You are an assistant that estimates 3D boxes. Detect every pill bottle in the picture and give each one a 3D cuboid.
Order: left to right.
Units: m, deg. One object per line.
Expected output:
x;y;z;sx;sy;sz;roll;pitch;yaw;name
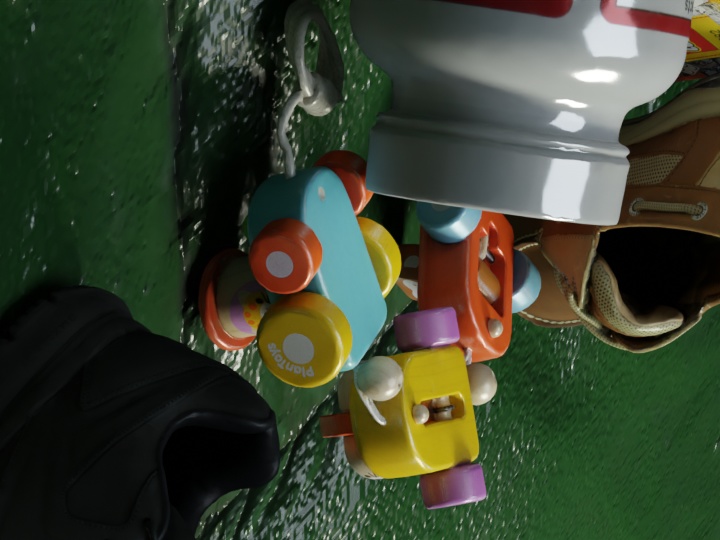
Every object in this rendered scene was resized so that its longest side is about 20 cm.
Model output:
0.057;-0.120;0.967;0.112;0.112;0.201;1;99;-64;pill bottle

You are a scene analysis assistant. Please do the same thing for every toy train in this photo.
0.000;0.000;1.036;0.200;0.055;0.151;43;42;-53;toy train

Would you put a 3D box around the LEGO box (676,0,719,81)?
0.155;-0.176;1.048;0.077;0.148;0.201;31;63;-45;LEGO box

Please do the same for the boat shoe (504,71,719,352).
0.101;-0.011;1.107;0.200;0.075;0.074;-34;-151;61;boat shoe

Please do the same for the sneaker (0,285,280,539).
-0.096;0.088;0.845;0.200;0.090;0.076;-54;152;-31;sneaker
